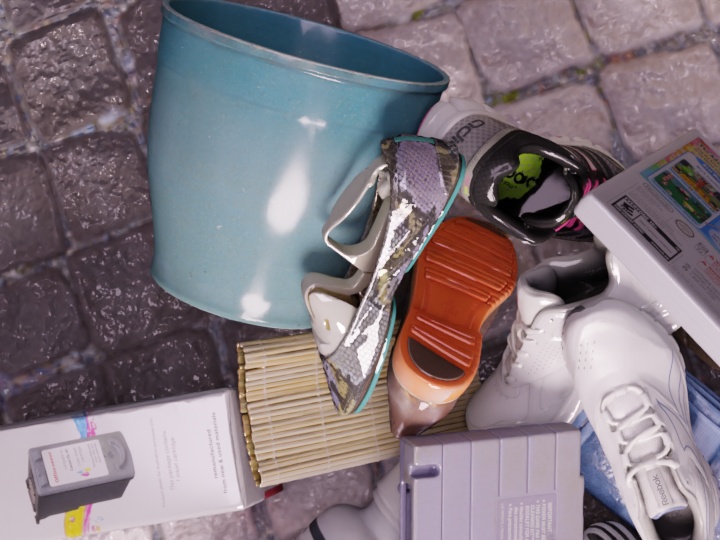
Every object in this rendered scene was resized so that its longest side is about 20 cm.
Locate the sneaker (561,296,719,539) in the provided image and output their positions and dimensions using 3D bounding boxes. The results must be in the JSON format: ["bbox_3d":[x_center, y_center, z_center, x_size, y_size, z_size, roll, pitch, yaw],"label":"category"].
[{"bbox_3d":[0.188,0.109,1.020,0.074,0.087,0.201,-23,106,14],"label":"sneaker"}]

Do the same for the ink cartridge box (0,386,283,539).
[{"bbox_3d":[-0.166,0.135,1.101,0.199,0.148,0.086,-11,87,7],"label":"ink cartridge box"}]

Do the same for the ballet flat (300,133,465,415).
[{"bbox_3d":[0.000,0.000,1.013,0.072,0.072,0.201,25,112,7],"label":"ballet flat"}]

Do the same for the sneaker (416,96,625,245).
[{"bbox_3d":[0.127,-0.051,1.059,0.074,0.199,0.088,-57,41,16],"label":"sneaker"}]

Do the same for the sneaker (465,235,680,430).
[{"bbox_3d":[0.129,0.039,1.075,0.099,0.078,0.200,29,117,-30],"label":"sneaker"}]

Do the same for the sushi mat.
[{"bbox_3d":[0.004,0.084,1.088,0.199,0.012,0.096,-8,89,-35],"label":"sushi mat"}]

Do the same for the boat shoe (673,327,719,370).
[{"bbox_3d":[0.272,0.032,1.103,0.076,0.072,0.200,-36,79,-27],"label":"boat shoe"}]

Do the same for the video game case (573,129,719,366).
[{"bbox_3d":[0.251,0.002,1.044,0.200,0.182,0.024,48,126,11],"label":"video game case"}]

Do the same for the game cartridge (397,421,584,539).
[{"bbox_3d":[0.086,0.204,1.041,0.129,0.038,0.201,-3,98,-27],"label":"game cartridge"}]

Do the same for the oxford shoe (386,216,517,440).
[{"bbox_3d":[0.055,0.034,1.081,0.071,0.200,0.073,26,129,3],"label":"oxford shoe"}]

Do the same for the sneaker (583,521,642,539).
[{"bbox_3d":[0.194,0.280,1.080,0.116,0.075,0.200,-52,59,29],"label":"sneaker"}]

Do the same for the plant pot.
[{"bbox_3d":[-0.058,-0.069,1.083,0.199,0.200,0.189,17,105,7],"label":"plant pot"}]

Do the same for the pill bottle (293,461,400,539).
[{"bbox_3d":[-0.008,0.233,1.094,0.200,0.120,0.120,-45,84,3],"label":"pill bottle"}]

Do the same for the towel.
[{"bbox_3d":[0.232,0.145,1.105,0.200,0.049,0.112,40,93,6],"label":"towel"}]
